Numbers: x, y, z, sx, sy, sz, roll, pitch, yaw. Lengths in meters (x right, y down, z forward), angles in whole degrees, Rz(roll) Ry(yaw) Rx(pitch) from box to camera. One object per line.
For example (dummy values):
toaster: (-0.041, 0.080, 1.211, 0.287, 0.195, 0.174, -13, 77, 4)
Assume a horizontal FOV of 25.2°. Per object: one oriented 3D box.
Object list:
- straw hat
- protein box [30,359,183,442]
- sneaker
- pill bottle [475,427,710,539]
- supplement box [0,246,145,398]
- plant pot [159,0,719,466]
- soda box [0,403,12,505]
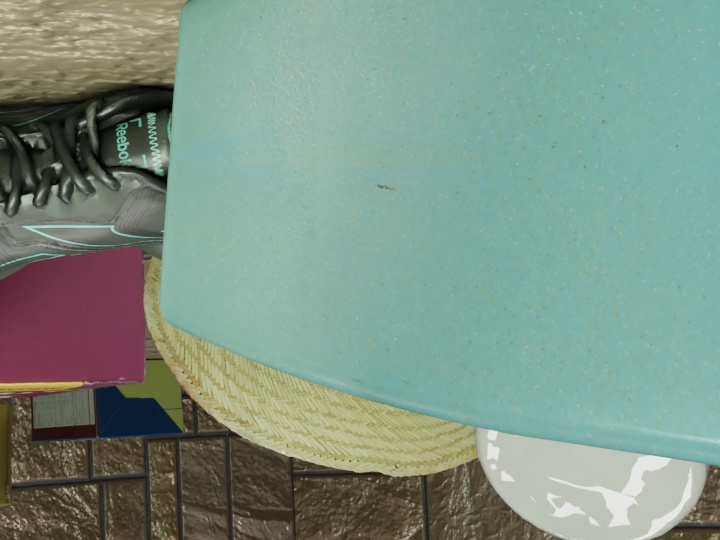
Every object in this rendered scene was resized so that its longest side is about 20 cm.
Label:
straw hat: (0.000, 0.000, 0.791, 0.200, 0.202, 0.085, 0, 137, -26)
protein box: (-0.456, 0.234, 2.884, 0.199, 0.136, 0.198, -8, 173, 43)
sneaker: (-0.111, -0.039, 0.595, 0.198, 0.076, 0.079, -7, 163, -23)
pill bottle: (0.133, 0.034, 0.811, 0.111, 0.113, 0.200, -5, -150, 24)
supplement box: (-0.213, 0.018, 0.883, 0.130, 0.104, 0.200, 2, 172, -30)
plant pot: (0.054, -0.024, 0.443, 0.198, 0.143, 0.141, 3, 177, 22)
soda box: (-0.259, 0.106, 0.905, 0.067, 0.065, 0.200, -1, 175, 7)
